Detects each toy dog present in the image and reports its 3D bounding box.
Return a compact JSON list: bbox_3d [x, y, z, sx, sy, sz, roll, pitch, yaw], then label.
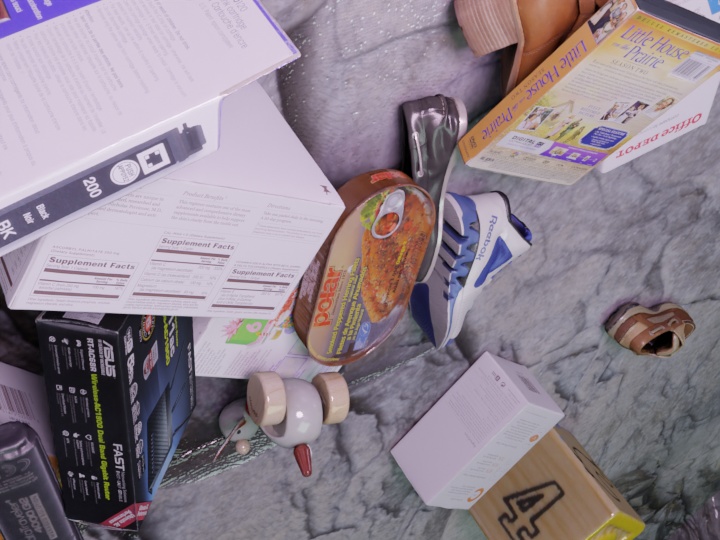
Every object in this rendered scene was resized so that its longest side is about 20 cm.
[{"bbox_3d":[-0.081,0.160,0.895,0.130,0.098,0.200,-3,163,-9],"label":"toy dog"}]

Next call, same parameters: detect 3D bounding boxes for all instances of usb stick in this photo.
[{"bbox_3d":[-0.255,0.184,0.702,0.055,0.033,0.201,-17,141,-17],"label":"usb stick"}]

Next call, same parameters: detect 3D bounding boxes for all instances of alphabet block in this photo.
[{"bbox_3d":[0.306,0.384,1.470,0.196,0.201,0.195,-44,145,10],"label":"alphabet block"}]

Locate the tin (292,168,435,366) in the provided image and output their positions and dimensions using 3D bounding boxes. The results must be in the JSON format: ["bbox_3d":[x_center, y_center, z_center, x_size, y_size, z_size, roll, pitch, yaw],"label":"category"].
[{"bbox_3d":[0.000,0.000,0.813,0.111,0.042,0.202,-15,135,-38],"label":"tin"}]

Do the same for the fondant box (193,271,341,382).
[{"bbox_3d":[-0.073,0.035,0.867,0.199,0.058,0.145,11,123,-48],"label":"fondant box"}]

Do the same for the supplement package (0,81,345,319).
[{"bbox_3d":[-0.141,-0.063,0.610,0.199,0.156,0.111,6,129,-45],"label":"supplement package"}]

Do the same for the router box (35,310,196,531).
[{"bbox_3d":[-0.181,0.077,0.710,0.061,0.150,0.202,8,124,5],"label":"router box"}]

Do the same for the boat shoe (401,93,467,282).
[{"bbox_3d":[0.050,-0.074,0.854,0.056,0.067,0.202,-1,129,-14],"label":"boat shoe"}]

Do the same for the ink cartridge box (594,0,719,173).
[{"bbox_3d":[0.276,-0.212,0.869,0.143,0.084,0.201,-25,144,-16],"label":"ink cartridge box"}]

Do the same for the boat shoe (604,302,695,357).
[{"bbox_3d":[0.445,0.099,1.365,0.198,0.074,0.076,2,130,-42],"label":"boat shoe"}]

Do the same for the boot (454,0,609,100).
[{"bbox_3d":[0.186,-0.194,0.774,0.154,0.077,0.200,-16,139,24],"label":"boot"}]

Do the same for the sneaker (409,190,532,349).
[{"bbox_3d":[0.125,-0.007,0.972,0.114,0.081,0.201,-16,138,-24],"label":"sneaker"}]

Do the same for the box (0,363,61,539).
[{"bbox_3d":[-0.347,0.172,0.734,0.200,0.098,0.124,-43,145,8],"label":"box"}]

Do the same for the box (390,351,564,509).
[{"bbox_3d":[0.160,0.224,1.250,0.200,0.098,0.124,-48,144,14],"label":"box"}]

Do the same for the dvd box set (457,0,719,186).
[{"bbox_3d":[0.196,-0.144,0.764,0.145,0.030,0.200,3,149,-37],"label":"dvd box set"}]

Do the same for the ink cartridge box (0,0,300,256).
[{"bbox_3d":[-0.159,-0.121,0.492,0.198,0.199,0.044,-28,150,-11],"label":"ink cartridge box"}]
